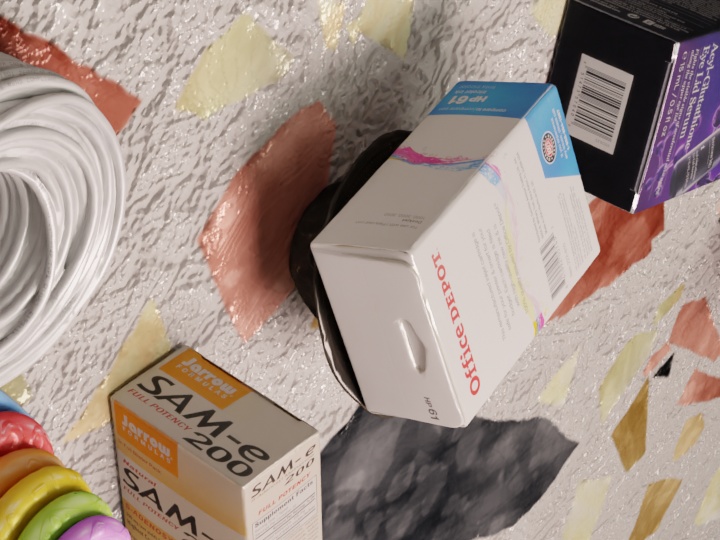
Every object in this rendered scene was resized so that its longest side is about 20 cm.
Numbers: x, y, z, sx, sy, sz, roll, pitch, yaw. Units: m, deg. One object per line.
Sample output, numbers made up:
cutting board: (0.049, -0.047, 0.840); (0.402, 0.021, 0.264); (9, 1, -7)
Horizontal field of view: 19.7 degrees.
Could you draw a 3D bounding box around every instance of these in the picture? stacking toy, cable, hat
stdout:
stacking toy: (-0.173, 0.160, 1.183); (0.116, 0.200, 0.110); (-54, 149, -14)
cable: (-0.214, -0.019, 1.106); (0.200, 0.069, 0.200); (-60, 150, -4)
hat: (0.000, 0.000, 1.430); (0.201, 0.081, 0.201); (-14, 107, -54)

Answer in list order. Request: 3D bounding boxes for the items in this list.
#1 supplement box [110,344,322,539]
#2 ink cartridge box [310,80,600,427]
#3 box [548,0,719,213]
supplement box: (-0.093, 0.166, 1.382); (0.074, 0.126, 0.200); (-35, 140, -34)
ink cartridge box: (0.066, -0.014, 1.377); (0.200, 0.085, 0.145); (-49, 133, -40)
box: (0.243, -0.148, 1.650); (0.200, 0.104, 0.148); (-21, 131, -47)
